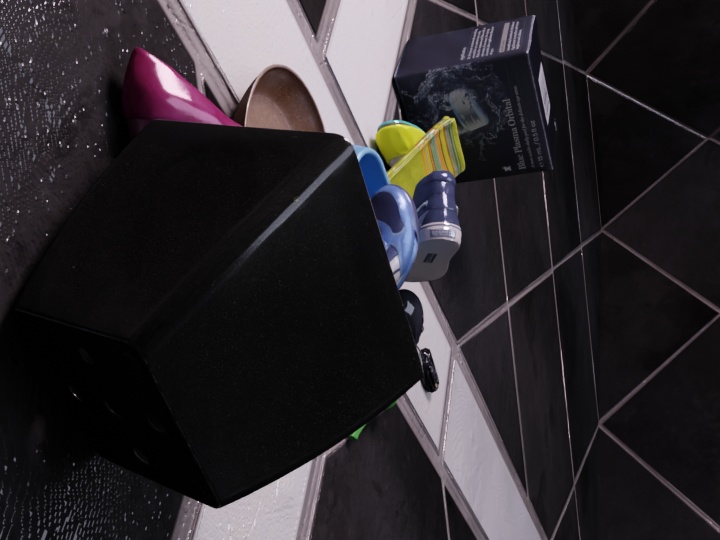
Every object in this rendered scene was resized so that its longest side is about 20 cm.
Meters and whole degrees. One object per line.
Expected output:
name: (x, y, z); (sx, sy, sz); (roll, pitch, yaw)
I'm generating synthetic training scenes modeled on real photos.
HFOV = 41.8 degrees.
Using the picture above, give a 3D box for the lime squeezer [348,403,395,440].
lime squeezer: (0.019, 0.123, 1.154); (0.070, 0.038, 0.202); (28, 55, -28)

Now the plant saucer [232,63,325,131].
plant saucer: (-0.080, -0.099, 0.929); (0.200, 0.036, 0.203); (-5, 90, -69)

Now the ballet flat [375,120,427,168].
ballet flat: (0.076, -0.146, 1.295); (0.200, 0.066, 0.068); (28, 50, -68)

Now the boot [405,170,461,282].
boot: (0.085, -0.051, 1.202); (0.200, 0.072, 0.092); (129, -35, -68)

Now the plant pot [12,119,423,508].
plant pot: (-0.102, 0.035, 0.632); (0.178, 0.198, 0.201); (-46, 131, -36)

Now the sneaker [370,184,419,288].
sneaker: (0.000, 0.000, 1.002); (0.082, 0.073, 0.202); (24, 85, -48)

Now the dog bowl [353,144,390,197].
dog bowl: (0.004, -0.059, 1.098); (0.112, 0.049, 0.201); (-64, 144, -40)

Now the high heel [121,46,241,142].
high heel: (-0.103, -0.127, 0.772); (0.199, 0.067, 0.098); (-9, 103, -50)

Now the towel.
towel: (0.072, -0.112, 1.234); (0.200, 0.018, 0.087); (-46, 131, -30)

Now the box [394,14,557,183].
box: (0.175, -0.245, 1.393); (0.118, 0.197, 0.198); (-71, 148, -47)

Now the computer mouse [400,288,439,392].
computer mouse: (0.086, 0.101, 1.314); (0.201, 0.034, 0.059); (65, 28, -43)
